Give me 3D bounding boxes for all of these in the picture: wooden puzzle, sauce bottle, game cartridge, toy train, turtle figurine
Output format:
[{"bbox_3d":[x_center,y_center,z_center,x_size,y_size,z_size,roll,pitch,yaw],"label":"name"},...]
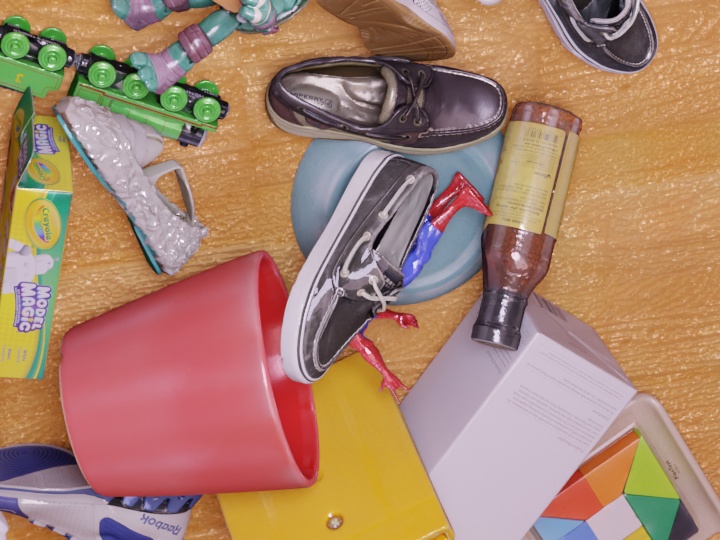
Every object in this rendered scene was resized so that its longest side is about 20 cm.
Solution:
[{"bbox_3d":[0.233,0.235,1.674,0.199,0.037,0.186,-33,117,4],"label":"wooden puzzle"},{"bbox_3d":[0.132,-0.036,1.468,0.065,0.066,0.202,18,83,-20],"label":"sauce bottle"},{"bbox_3d":[-0.033,0.181,1.503,0.175,0.201,0.033,-25,140,1],"label":"game cartridge"},{"bbox_3d":[-0.201,-0.145,1.400,0.198,0.042,0.057,18,120,-20],"label":"toy train"},{"bbox_3d":[-0.089,-0.220,1.345,0.199,0.151,0.101,-29,136,11],"label":"turtle figurine"}]

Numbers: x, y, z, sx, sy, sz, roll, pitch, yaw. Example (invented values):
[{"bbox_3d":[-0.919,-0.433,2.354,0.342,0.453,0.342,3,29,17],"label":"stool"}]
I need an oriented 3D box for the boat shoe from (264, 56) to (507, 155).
[{"bbox_3d":[0.023,-0.133,1.418,0.198,0.065,0.074,-1,84,-4],"label":"boat shoe"}]

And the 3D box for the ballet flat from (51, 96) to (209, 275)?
[{"bbox_3d":[-0.177,-0.078,1.409,0.071,0.072,0.201,-26,137,1],"label":"ballet flat"}]

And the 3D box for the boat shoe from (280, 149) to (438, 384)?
[{"bbox_3d":[0.000,0.000,1.410,0.071,0.063,0.202,35,77,-55],"label":"boat shoe"}]

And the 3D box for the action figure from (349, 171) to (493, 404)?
[{"bbox_3d":[0.043,0.024,1.476,0.200,0.065,0.099,-42,107,9],"label":"action figure"}]

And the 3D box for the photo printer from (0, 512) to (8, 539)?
[{"bbox_3d":[-0.386,0.150,1.428,0.070,0.166,0.200,-47,118,-11],"label":"photo printer"}]

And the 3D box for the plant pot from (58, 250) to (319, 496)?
[{"bbox_3d":[-0.141,0.097,1.450,0.175,0.201,0.202,-12,117,6],"label":"plant pot"}]

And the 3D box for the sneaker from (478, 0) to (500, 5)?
[{"bbox_3d":[0.068,-0.292,1.364,0.075,0.087,0.201,-30,116,4],"label":"sneaker"}]

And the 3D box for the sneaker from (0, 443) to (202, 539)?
[{"bbox_3d":[-0.233,0.220,1.540,0.197,0.081,0.116,5,111,-16],"label":"sneaker"}]

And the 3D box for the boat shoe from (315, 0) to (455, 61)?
[{"bbox_3d":[0.025,-0.215,1.367,0.070,0.200,0.070,-4,77,21],"label":"boat shoe"}]

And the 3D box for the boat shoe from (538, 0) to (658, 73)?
[{"bbox_3d":[0.186,-0.211,1.413,0.200,0.071,0.072,34,93,-42],"label":"boat shoe"}]

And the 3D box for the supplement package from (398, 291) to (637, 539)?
[{"bbox_3d":[0.122,0.129,1.552,0.121,0.120,0.201,30,105,-25],"label":"supplement package"}]

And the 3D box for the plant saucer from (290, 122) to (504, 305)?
[{"bbox_3d":[0.041,-0.054,1.497,0.198,0.036,0.202,-5,115,-10],"label":"plant saucer"}]

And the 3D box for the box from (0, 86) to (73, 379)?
[{"bbox_3d":[-0.257,-0.030,1.383,0.048,0.118,0.202,3,123,-15],"label":"box"}]
